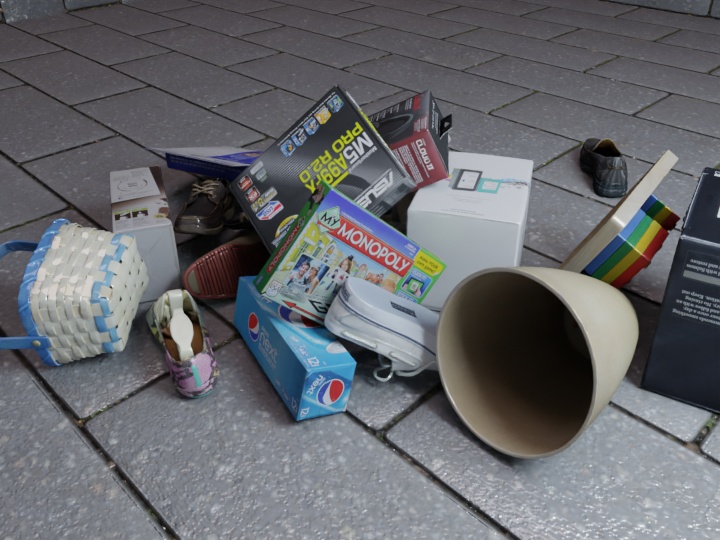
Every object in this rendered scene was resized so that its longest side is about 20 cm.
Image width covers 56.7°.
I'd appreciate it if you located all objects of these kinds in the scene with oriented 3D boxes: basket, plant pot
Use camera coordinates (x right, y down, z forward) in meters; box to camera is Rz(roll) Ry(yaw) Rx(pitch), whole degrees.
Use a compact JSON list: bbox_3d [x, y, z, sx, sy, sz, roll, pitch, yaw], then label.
[{"bbox_3d":[-0.371,0.029,0.803,0.196,0.140,0.178,5,43,-1],"label":"basket"},{"bbox_3d":[0.213,0.077,0.720,0.198,0.190,0.186,-11,31,-44],"label":"plant pot"}]

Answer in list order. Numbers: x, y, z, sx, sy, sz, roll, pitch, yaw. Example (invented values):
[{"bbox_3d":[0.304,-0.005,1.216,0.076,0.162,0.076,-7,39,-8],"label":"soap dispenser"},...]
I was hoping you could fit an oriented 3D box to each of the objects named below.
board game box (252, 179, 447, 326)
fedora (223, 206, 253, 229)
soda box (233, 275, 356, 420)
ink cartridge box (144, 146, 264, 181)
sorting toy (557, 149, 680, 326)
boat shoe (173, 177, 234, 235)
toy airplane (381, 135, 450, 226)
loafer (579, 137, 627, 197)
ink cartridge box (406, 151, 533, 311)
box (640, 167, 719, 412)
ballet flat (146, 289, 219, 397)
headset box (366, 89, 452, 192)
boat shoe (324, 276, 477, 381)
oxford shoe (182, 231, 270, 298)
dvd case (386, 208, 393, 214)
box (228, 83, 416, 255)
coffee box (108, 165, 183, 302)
[{"bbox_3d":[-0.006,0.004,0.756,0.199,0.135,0.029,29,11,-38],"label":"board game box"},{"bbox_3d":[-0.121,-0.118,1.010,0.197,0.093,0.201,-7,7,1],"label":"fedora"},{"bbox_3d":[-0.083,0.082,0.779,0.063,0.069,0.200,-4,30,-32],"label":"soda box"},{"bbox_3d":[-0.235,-0.185,1.166,0.195,0.048,0.199,15,20,27],"label":"ink cartridge box"},{"bbox_3d":[0.324,-0.027,0.856,0.069,0.201,0.198,42,50,11],"label":"sorting toy"},{"bbox_3d":[-0.243,-0.104,1.033,0.073,0.075,0.200,1,16,-2],"label":"boat shoe"},{"bbox_3d":[0.060,-0.169,1.083,0.198,0.141,0.201,18,70,43],"label":"toy airplane"},{"bbox_3d":[0.453,-0.209,1.230,0.072,0.073,0.201,0,32,2],"label":"loafer"},{"bbox_3d":[0.154,-0.056,0.927,0.144,0.149,0.201,9,33,15],"label":"ink cartridge box"},{"bbox_3d":[0.413,0.019,0.759,0.116,0.203,0.197,17,37,26],"label":"box"},{"bbox_3d":[-0.218,0.069,0.808,0.068,0.072,0.200,-15,35,-20],"label":"ballet flat"},{"bbox_3d":[0.037,-0.163,0.925,0.198,0.078,0.150,-20,30,20],"label":"headset box"},{"bbox_3d":[0.044,0.087,0.762,0.200,0.086,0.075,26,24,-28],"label":"boat shoe"},{"bbox_3d":[-0.173,-0.012,0.950,0.074,0.072,0.199,6,22,45],"label":"oxford shoe"},{"bbox_3d":[-0.002,-0.150,1.195,0.199,0.016,0.148,27,42,36],"label":"dvd case"},{"bbox_3d":[-0.052,-0.108,0.848,0.161,0.199,0.044,56,15,19],"label":"box"},{"bbox_3d":[-0.312,-0.058,0.967,0.079,0.114,0.201,-10,35,-16],"label":"coffee box"}]
